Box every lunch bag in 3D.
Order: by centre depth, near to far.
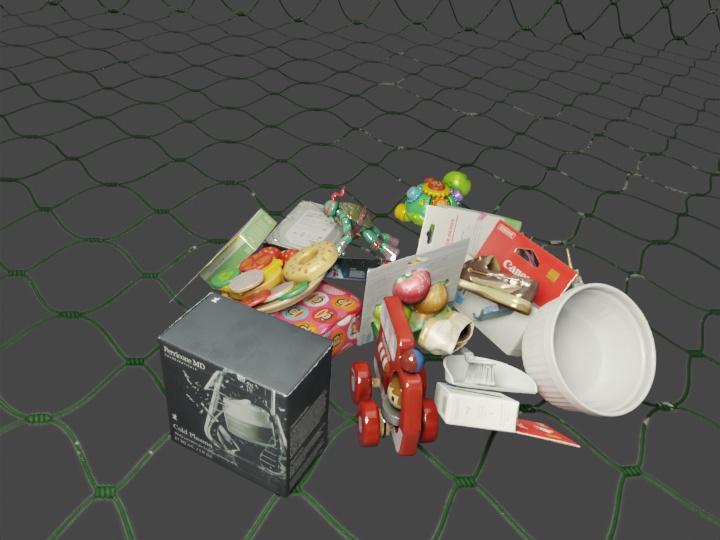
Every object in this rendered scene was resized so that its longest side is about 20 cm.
[{"bbox_3d":[-0.111,0.089,1.135,0.176,0.082,0.200,25,39,33],"label":"lunch bag"}]

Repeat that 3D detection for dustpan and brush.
[{"bbox_3d":[0.182,0.152,1.073,0.139,0.058,0.200,8,-4,-11],"label":"dustpan and brush"}]

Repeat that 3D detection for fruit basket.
[{"bbox_3d":[0.080,0.034,1.091,0.184,0.201,0.094,-19,48,-19],"label":"fruit basket"}]

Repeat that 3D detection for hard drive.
[{"bbox_3d":[-0.101,-0.078,1.414,0.139,0.038,0.200,16,35,14],"label":"hard drive"}]

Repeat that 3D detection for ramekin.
[{"bbox_3d":[0.348,0.128,1.049,0.199,0.105,0.201,5,75,-20],"label":"ramekin"}]

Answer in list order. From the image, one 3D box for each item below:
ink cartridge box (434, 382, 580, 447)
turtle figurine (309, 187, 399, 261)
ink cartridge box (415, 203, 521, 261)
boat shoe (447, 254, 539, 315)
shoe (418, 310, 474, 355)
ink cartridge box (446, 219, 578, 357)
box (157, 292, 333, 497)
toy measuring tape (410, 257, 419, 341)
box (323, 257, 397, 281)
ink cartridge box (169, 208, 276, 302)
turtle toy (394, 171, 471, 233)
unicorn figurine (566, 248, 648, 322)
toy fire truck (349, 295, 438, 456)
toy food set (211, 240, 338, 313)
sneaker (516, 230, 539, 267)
[{"bbox_3d":[0.199,0.198,0.948,0.175,0.045,0.200,8,-5,2],"label":"ink cartridge box"},{"bbox_3d":[-0.016,-0.082,1.338,0.199,0.101,0.150,30,37,-9],"label":"turtle figurine"},{"bbox_3d":[0.203,-0.063,1.325,0.199,0.118,0.067,10,11,-14],"label":"ink cartridge box"},{"bbox_3d":[0.213,0.008,1.143,0.200,0.072,0.072,25,1,42],"label":"boat shoe"},{"bbox_3d":[0.144,0.104,1.044,0.053,0.070,0.200,20,7,21],"label":"shoe"},{"bbox_3d":[0.254,0.023,1.188,0.045,0.177,0.200,18,19,-44],"label":"ink cartridge box"},{"bbox_3d":[-0.151,0.166,0.907,0.199,0.198,0.124,19,36,20],"label":"box"},{"bbox_3d":[0.082,0.046,1.240,0.073,0.074,0.201,8,44,4],"label":"toy measuring tape"},{"bbox_3d":[0.000,0.000,1.200,0.199,0.038,0.136,4,-2,39],"label":"box"},{"bbox_3d":[-0.244,-0.016,1.210,0.048,0.145,0.200,44,35,-12],"label":"ink cartridge box"},{"bbox_3d":[0.178,-0.159,1.515,0.145,0.102,0.200,27,40,28],"label":"turtle toy"},{"bbox_3d":[0.446,0.061,1.274,0.200,0.074,0.137,35,32,15],"label":"unicorn figurine"},{"bbox_3d":[0.052,0.156,0.976,0.111,0.169,0.200,-1,35,-10],"label":"toy fire truck"},{"bbox_3d":[-0.145,0.009,1.123,0.199,0.049,0.198,10,40,43],"label":"toy food set"},{"bbox_3d":[0.313,0.009,1.262,0.095,0.079,0.201,-2,69,-27],"label":"sneaker"}]
